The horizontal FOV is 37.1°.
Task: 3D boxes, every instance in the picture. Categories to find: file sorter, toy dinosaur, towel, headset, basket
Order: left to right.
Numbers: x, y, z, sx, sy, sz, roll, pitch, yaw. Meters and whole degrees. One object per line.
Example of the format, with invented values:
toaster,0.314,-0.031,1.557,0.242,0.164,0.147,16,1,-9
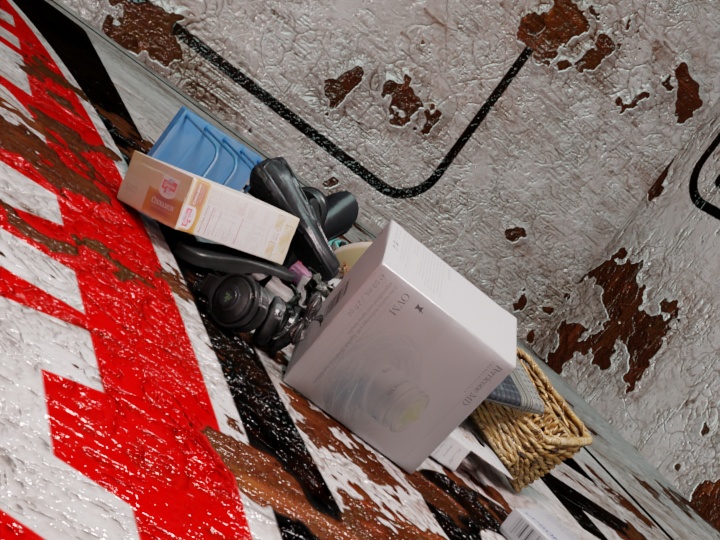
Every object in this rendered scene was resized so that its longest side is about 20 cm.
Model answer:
file sorter,-0.225,-0.130,1.661,0.123,0.140,0.199,44,9,36
headset,-0.114,0.042,1.284,0.123,0.095,0.199,33,-3,-34
toy dinosaur,-0.037,0.071,1.429,0.134,0.103,0.201,31,20,-22
towel,0.163,0.115,1.545,0.190,0.035,0.202,19,34,-39
basket,0.235,0.200,1.615,0.201,0.148,0.143,57,-3,35

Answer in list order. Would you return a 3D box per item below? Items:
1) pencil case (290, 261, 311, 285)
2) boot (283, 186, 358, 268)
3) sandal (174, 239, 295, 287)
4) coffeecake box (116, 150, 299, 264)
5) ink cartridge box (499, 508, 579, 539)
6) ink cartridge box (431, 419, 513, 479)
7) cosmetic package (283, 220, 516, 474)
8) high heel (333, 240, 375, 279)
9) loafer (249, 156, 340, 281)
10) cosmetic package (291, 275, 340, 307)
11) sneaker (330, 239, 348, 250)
pencil case,-0.117,-0.030,1.821,0.199,0.088,0.087,37,6,-9
boot,-0.064,-0.091,1.707,0.077,0.201,0.167,46,49,9
sandal,-0.177,-0.002,1.481,0.198,0.049,0.075,12,15,-44
coffeecake box,-0.209,-0.086,1.479,0.152,0.074,0.198,25,4,43
ink cartridge box,0.287,0.385,1.376,0.199,0.041,0.199,42,7,27
ink cartridge box,0.111,0.222,1.521,0.173,0.044,0.200,39,5,-22
cosmetic package,0.049,0.093,1.266,0.199,0.200,0.123,36,26,-10
high heel,0.000,0.000,1.704,0.142,0.198,0.072,-5,68,-61
loafer,-0.084,-0.079,1.560,0.202,0.070,0.068,56,-31,7
cosmetic package,-0.001,0.083,1.535,0.199,0.075,0.101,34,18,36
sneaker,-0.051,-0.018,1.993,0.077,0.092,0.200,38,6,-6
